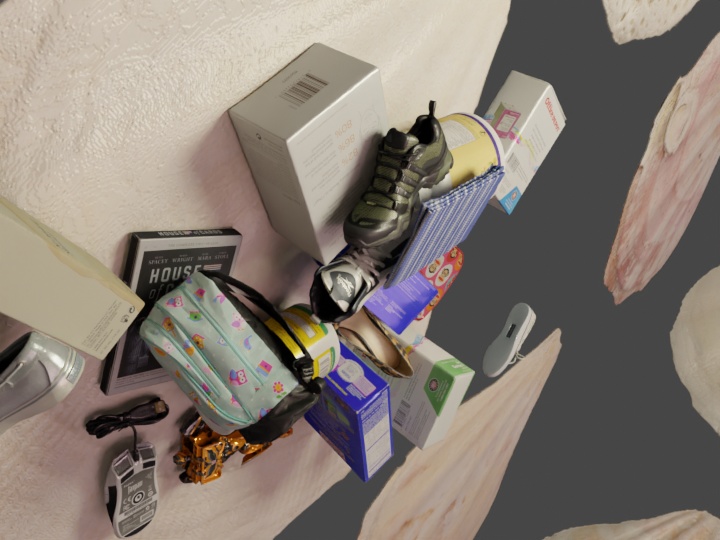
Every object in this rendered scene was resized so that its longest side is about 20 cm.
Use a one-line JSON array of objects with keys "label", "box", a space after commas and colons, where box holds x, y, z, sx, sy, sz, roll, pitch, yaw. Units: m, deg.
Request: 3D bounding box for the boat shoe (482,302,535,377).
[{"label": "boat shoe", "box": [0.383, 0.187, 1.701, 0.086, 0.074, 0.205, 35, 81, -41]}]

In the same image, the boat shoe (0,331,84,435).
[{"label": "boat shoe", "box": [-0.346, 0.110, 0.621, 0.198, 0.071, 0.072, -28, 125, 19]}]

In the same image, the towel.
[{"label": "towel", "box": [0.113, -0.062, 0.903, 0.199, 0.024, 0.146, -30, 154, -44]}]

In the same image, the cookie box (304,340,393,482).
[{"label": "cookie box", "box": [-0.029, 0.215, 1.088, 0.075, 0.170, 0.203, -33, 141, -26]}]

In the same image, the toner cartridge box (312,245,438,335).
[{"label": "toner cartridge box", "box": [0.023, 0.003, 1.009, 0.095, 0.043, 0.200, -46, 122, 2]}]

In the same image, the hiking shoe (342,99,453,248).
[{"label": "hiking shoe", "box": [0.036, -0.116, 0.805, 0.201, 0.075, 0.102, -51, 139, -29]}]

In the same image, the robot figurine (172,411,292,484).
[{"label": "robot figurine", "box": [-0.185, 0.240, 0.999, 0.198, 0.058, 0.148, -24, 133, -42]}]

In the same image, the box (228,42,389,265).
[{"label": "box", "box": [-0.047, -0.139, 0.825, 0.152, 0.105, 0.202, -43, 144, -23]}]

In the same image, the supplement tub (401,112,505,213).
[{"label": "supplement tub", "box": [0.105, -0.141, 0.992, 0.198, 0.144, 0.148, -27, 137, -38]}]

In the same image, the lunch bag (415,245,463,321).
[{"label": "lunch bag", "box": [0.085, 0.006, 1.145, 0.178, 0.081, 0.200, -56, 148, -3]}]

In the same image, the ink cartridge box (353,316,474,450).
[{"label": "ink cartridge box", "box": [0.080, 0.191, 1.186, 0.087, 0.198, 0.148, -2, 118, -55]}]

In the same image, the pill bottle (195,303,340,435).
[{"label": "pill bottle", "box": [-0.129, 0.135, 0.924, 0.199, 0.112, 0.115, -32, 140, -43]}]

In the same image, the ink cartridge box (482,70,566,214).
[{"label": "ink cartridge box", "box": [0.269, -0.225, 1.199, 0.202, 0.084, 0.144, -57, 148, 1]}]

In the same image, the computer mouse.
[{"label": "computer mouse", "box": [-0.303, 0.259, 0.876, 0.109, 0.043, 0.204, -20, 126, -50]}]

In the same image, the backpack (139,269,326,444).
[{"label": "backpack", "box": [-0.149, 0.098, 0.762, 0.127, 0.201, 0.167, -43, -176, -25]}]

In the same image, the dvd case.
[{"label": "dvd case", "box": [-0.227, 0.047, 0.815, 0.149, 0.025, 0.204, -7, 123, -51]}]

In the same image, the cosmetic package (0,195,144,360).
[{"label": "cosmetic package", "box": [-0.300, -0.004, 0.603, 0.074, 0.103, 0.200, -52, 148, -9]}]

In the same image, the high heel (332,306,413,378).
[{"label": "high heel", "box": [0.015, 0.101, 1.074, 0.072, 0.142, 0.200, -50, 147, -9]}]

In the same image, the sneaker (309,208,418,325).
[{"label": "sneaker", "box": [0.000, 0.000, 0.879, 0.198, 0.080, 0.130, -40, -177, 18]}]
